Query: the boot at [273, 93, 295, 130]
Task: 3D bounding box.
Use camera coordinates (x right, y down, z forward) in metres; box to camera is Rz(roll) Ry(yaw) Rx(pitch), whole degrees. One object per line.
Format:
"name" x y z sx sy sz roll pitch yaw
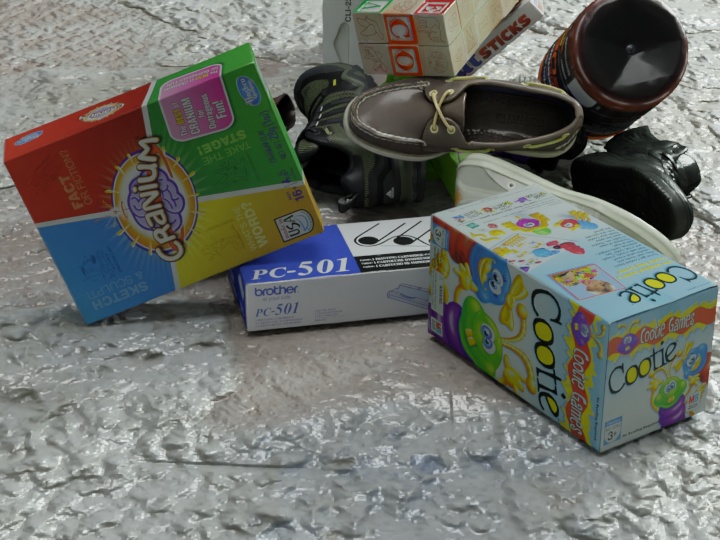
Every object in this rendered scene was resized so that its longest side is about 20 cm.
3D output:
"boot" -0.157 -0.099 1.540 0.165 0.073 0.200 -18 12 25

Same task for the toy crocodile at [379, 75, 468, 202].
"toy crocodile" 0.063 -0.143 1.623 0.061 0.068 0.201 -15 56 -22

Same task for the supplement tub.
"supplement tub" 0.220 -0.177 1.648 0.106 0.108 0.200 -3 -7 -7

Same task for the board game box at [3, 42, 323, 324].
"board game box" -0.146 -0.063 1.376 0.199 0.154 0.040 -22 29 3

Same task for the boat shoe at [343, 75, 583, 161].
"boat shoe" 0.086 -0.129 1.521 0.198 0.072 0.060 4 -9 -2

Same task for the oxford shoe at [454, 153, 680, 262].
"oxford shoe" 0.163 -0.034 1.491 0.199 0.075 0.058 22 71 14

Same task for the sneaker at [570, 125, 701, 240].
"sneaker" 0.255 -0.079 1.570 0.104 0.060 0.200 -13 21 -21

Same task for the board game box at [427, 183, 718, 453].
"board game box" 0.148 0.029 1.319 0.104 0.104 0.200 -17 32 -30

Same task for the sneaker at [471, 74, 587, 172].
"sneaker" 0.138 -0.126 1.665 0.099 0.070 0.200 30 -6 -24

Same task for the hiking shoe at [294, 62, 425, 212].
"hiking shoe" -0.024 -0.120 1.609 0.100 0.076 0.200 -14 36 -24

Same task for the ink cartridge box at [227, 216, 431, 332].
"ink cartridge box" 0.000 0.000 1.437 0.198 0.045 0.094 -6 26 -12

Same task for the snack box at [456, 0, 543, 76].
"snack box" 0.086 -0.194 1.693 0.200 0.024 0.072 -38 23 22

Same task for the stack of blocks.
"stack of blocks" 0.064 -0.241 1.599 0.114 0.059 0.200 4 34 27

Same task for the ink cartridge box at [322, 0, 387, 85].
"ink cartridge box" 0.009 -0.260 1.828 0.083 0.145 0.200 2 28 3
